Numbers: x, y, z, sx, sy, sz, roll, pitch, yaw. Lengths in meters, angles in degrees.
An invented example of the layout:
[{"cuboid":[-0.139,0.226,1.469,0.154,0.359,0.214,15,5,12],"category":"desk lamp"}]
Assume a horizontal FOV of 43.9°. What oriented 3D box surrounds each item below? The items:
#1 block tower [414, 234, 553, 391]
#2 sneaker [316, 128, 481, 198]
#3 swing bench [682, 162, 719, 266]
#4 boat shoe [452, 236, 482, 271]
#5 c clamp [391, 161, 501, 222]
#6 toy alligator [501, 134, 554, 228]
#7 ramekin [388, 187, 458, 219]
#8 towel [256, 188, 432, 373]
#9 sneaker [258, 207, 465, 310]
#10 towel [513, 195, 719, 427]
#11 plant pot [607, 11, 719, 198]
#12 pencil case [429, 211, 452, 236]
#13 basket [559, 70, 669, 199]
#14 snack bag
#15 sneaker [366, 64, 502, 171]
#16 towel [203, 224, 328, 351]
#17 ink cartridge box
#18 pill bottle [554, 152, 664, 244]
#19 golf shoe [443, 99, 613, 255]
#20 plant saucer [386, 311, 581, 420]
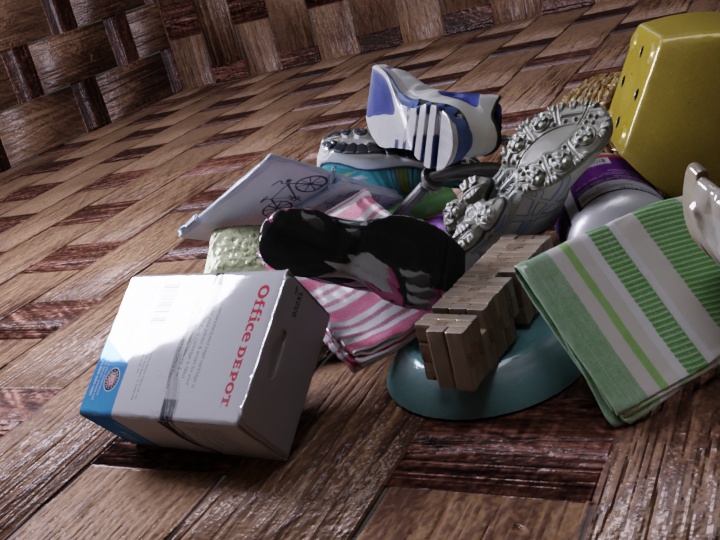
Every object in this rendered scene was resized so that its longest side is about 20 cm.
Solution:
[{"cuboid":[0.118,0.029,0.797,0.053,0.059,0.199,1,25,35],"category":"block tower"},{"cuboid":[0.047,-0.119,1.054,0.195,0.081,0.078,6,39,2],"category":"sneaker"},{"cuboid":[0.369,-0.008,0.641,0.196,0.132,0.200,-20,38,-3],"category":"swing bench"},{"cuboid":[0.106,-0.001,0.950,0.196,0.071,0.071,-15,17,-18],"category":"boat shoe"},{"cuboid":[0.071,-0.070,1.023,0.168,0.028,0.200,1,-26,-33],"category":"c clamp"},{"cuboid":[0.214,-0.086,1.026,0.059,0.198,0.055,11,77,49],"category":"toy alligator"},{"cuboid":[0.025,-0.104,1.177,0.196,0.100,0.200,-17,3,1],"category":"ramekin"},{"cuboid":[0.000,0.000,0.891,0.145,0.030,0.200,-31,50,-17],"category":"towel"},{"cuboid":[0.005,-0.017,0.836,0.196,0.082,0.086,17,-2,-2],"category":"sneaker"},{"cuboid":[0.246,0.023,0.740,0.197,0.154,0.024,-23,-23,-18],"category":"towel"},{"cuboid":[0.362,-0.162,0.901,0.196,0.199,0.195,15,22,-1],"category":"plant pot"},{"cuboid":[0.019,-0.004,1.018,0.196,0.087,0.084,-16,18,-2],"category":"pencil case"},{"cuboid":[0.352,-0.173,1.096,0.197,0.146,0.148,-21,20,-34],"category":"basket"},{"cuboid":[-0.080,-0.063,1.018,0.197,0.022,0.187,13,-33,-43],"category":"snack bag"},{"cuboid":[0.092,-0.165,0.992,0.113,0.082,0.199,-4,29,-29],"category":"sneaker"},{"cuboid":[-0.076,0.017,0.958,0.195,0.152,0.037,-1,-22,7],"category":"towel"},{"cuboid":[-0.142,0.085,0.824,0.196,0.084,0.148,-2,58,33],"category":"ink cartridge box"},{"cuboid":[0.254,-0.039,0.892,0.110,0.115,0.201,-12,21,10],"category":"pill bottle"},{"cuboid":[0.175,-0.085,0.880,0.199,0.096,0.080,-39,51,31],"category":"golf shoe"},{"cuboid":[0.115,0.068,0.831,0.195,0.037,0.201,-15,20,5],"category":"plant saucer"}]
